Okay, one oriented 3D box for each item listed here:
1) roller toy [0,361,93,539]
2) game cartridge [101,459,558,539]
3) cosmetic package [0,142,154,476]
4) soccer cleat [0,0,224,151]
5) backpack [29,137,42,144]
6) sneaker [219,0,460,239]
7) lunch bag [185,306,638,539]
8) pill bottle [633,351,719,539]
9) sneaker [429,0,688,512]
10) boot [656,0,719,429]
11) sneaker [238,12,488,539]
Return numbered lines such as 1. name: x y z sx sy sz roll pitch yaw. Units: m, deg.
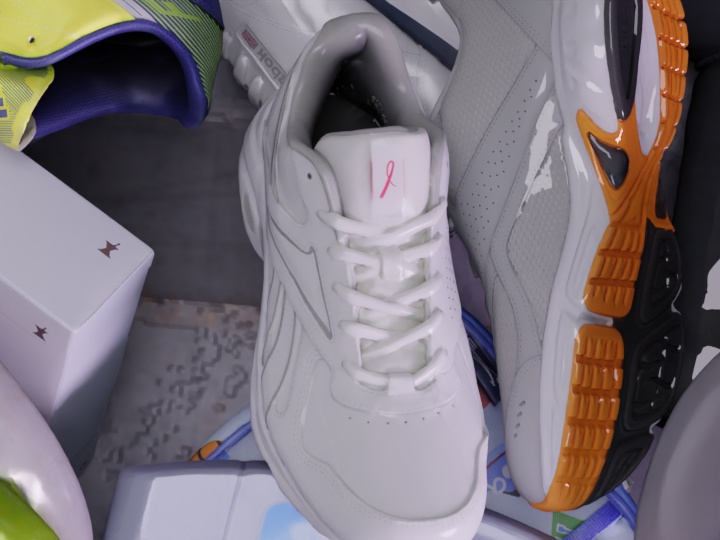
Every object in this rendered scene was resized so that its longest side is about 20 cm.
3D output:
1. roller toy: -0.196 0.084 0.758 0.183 0.200 0.140 49 63 -6
2. game cartridge: 0.001 0.139 0.776 0.198 0.040 0.134 14 86 -2
3. cosmetic package: -0.178 -0.010 0.823 0.199 0.151 0.052 36 52 9
4. soccer cleat: -0.141 -0.080 0.750 0.199 0.065 0.084 -1 65 -20
5. backpack: -0.169 -0.141 0.857 0.163 0.154 0.200 -39 67 -10
6. sneaker: -0.025 -0.092 0.867 0.199 0.076 0.081 36 95 10
7. lunch bag: 0.009 0.113 0.831 0.200 0.076 0.161 -39 84 -1
8. pill bottle: 0.203 0.105 0.773 0.199 0.112 0.113 26 84 -17
9. sneaker: 0.062 -0.016 0.799 0.091 0.076 0.202 -1 80 36
10. boot: 0.126 -0.038 0.844 0.163 0.066 0.202 7 85 -2
11. sneaker: 0.000 0.000 0.749 0.077 0.100 0.201 -7 60 -14
